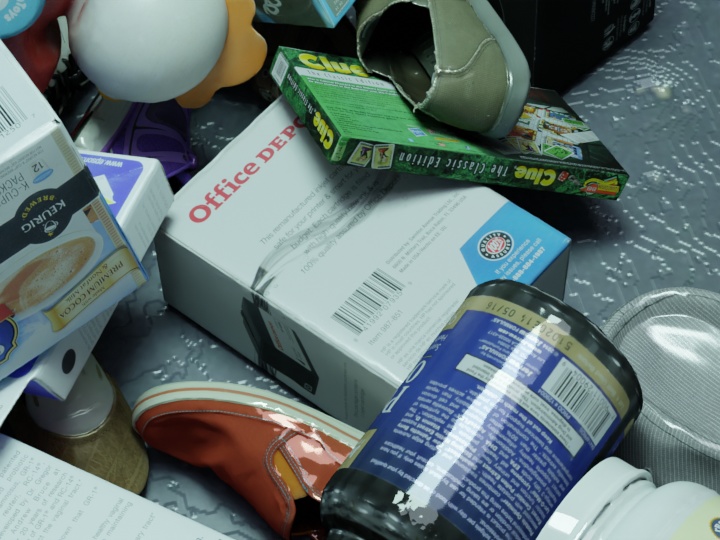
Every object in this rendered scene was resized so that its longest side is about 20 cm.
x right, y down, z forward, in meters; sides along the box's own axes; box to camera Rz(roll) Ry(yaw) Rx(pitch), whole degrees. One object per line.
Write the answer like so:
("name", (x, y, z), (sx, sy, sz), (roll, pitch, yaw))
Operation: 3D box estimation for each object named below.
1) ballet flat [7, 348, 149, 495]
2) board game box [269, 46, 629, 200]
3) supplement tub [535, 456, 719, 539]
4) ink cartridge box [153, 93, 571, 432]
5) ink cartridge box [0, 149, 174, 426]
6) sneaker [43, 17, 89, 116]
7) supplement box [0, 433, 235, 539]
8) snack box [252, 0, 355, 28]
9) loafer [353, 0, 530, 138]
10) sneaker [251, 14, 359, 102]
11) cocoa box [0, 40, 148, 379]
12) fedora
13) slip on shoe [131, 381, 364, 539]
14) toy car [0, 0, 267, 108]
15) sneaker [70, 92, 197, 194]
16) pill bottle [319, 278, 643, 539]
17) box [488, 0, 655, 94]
("ballet flat", (-0.180, 0.046, 1.297), (0.068, 0.072, 0.200), (-19, 56, -15))
("board game box", (0.053, -0.086, 1.336), (0.199, 0.024, 0.105), (6, 33, -29))
("supplement tub", (0.181, 0.196, 1.133), (0.200, 0.145, 0.145), (30, 60, 21))
("ink cartridge box", (0.000, 0.000, 1.319), (0.200, 0.084, 0.145), (33, 60, 22))
("ink cartridge box", (-0.230, 0.011, 1.263), (0.198, 0.043, 0.200), (9, 54, 29))
("sneaker", (-0.205, -0.127, 1.423), (0.087, 0.076, 0.201), (-6, 54, -3))
("supplement box", (-0.150, 0.174, 1.183), (0.199, 0.101, 0.104), (22, 57, 16))
("snack box", (-0.062, -0.205, 1.383), (0.200, 0.037, 0.116), (11, 55, 43))
("loafer", (0.030, -0.154, 1.335), (0.069, 0.075, 0.200), (3, 35, -33))
("sneaker", (-0.025, -0.117, 1.431), (0.075, 0.070, 0.200), (-35, 59, 7))
("cocoa box", (-0.238, -0.014, 1.168), (0.200, 0.131, 0.133), (-34, 47, -9))
("fedora", (0.194, 0.083, 1.249), (0.176, 0.090, 0.200), (-28, 58, -18))
("slip on shoe", (-0.038, 0.115, 1.247), (0.199, 0.074, 0.061), (21, 60, 10))
("toy car", (-0.155, -0.139, 1.309), (0.199, 0.177, 0.185), (23, 31, -14))
("sneaker", (-0.132, -0.083, 1.405), (0.083, 0.081, 0.200), (34, 52, -11))
("pill bottle", (0.050, 0.112, 1.161), (0.112, 0.112, 0.200), (30, 69, 21))
("box", (0.080, -0.228, 1.446), (0.124, 0.149, 0.200), (-39, 62, -23))
